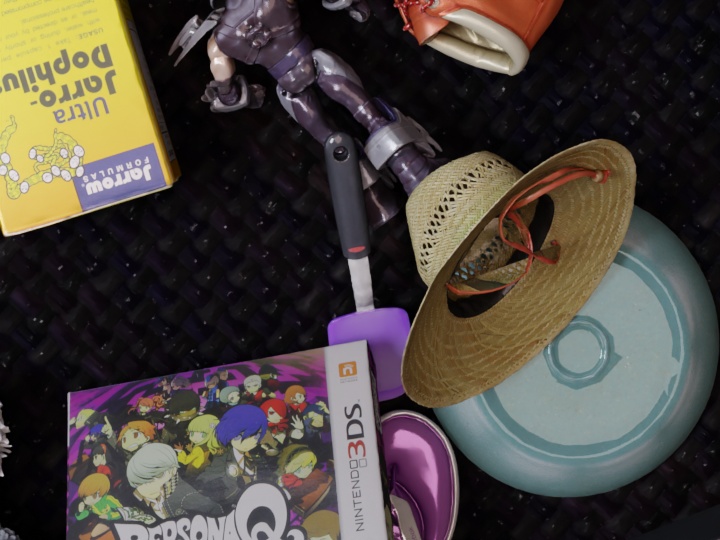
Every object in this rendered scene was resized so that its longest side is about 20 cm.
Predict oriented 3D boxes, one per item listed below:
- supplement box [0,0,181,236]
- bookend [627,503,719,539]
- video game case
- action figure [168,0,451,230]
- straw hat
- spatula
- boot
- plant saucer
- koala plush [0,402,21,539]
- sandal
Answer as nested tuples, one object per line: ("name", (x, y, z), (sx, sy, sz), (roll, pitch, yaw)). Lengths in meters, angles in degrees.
("supplement box", (-0.190, -0.133, 1.148), (0.109, 0.109, 0.202), (-17, 95, -2))
("bookend", (0.198, 0.261, 1.208), (0.197, 0.092, 0.202), (-20, 94, -1))
("video game case", (-0.081, 0.139, 1.147), (0.198, 0.036, 0.182), (-10, 51, 5))
("action figure", (-0.033, -0.120, 1.167), (0.130, 0.069, 0.200), (-36, 97, 31))
("straw hat", (0.072, -0.022, 1.129), (0.201, 0.201, 0.085), (-47, 63, 1))
("spatula", (0.000, 0.000, 1.177), (0.056, 0.021, 0.201), (-10, 127, -2))
("boot", (0.035, -0.199, 1.158), (0.199, 0.075, 0.108), (27, 72, -5))
("plant saucer", (0.138, 0.050, 1.217), (0.198, 0.036, 0.202), (0, 95, -2))
("koala plush", (-0.262, 0.172, 1.150), (0.176, 0.184, 0.202), (-18, 84, -2))
("sandal", (0.013, 0.192, 1.214), (0.082, 0.050, 0.204), (17, 93, -4))
